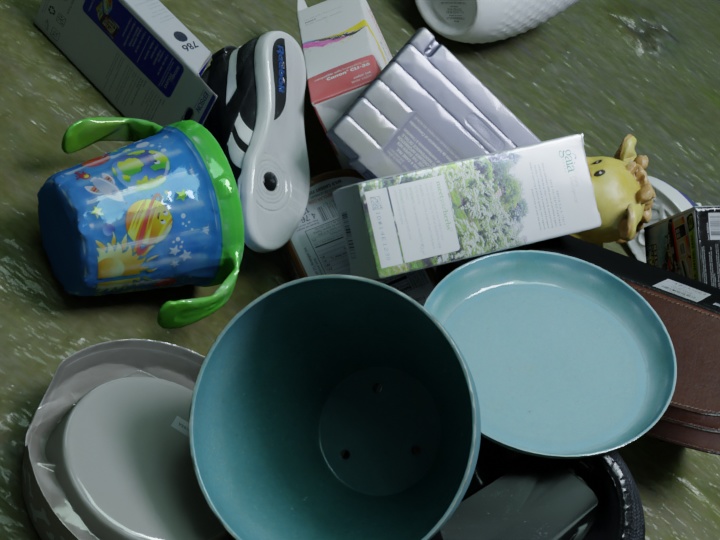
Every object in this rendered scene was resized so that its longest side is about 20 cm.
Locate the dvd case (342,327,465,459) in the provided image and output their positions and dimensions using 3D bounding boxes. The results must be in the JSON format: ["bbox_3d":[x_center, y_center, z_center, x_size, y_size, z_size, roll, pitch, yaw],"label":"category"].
[{"bbox_3d":[0.097,0.133,1.262,0.199,0.143,0.018,22,4,-15],"label":"dvd case"}]

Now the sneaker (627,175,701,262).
[{"bbox_3d":[0.363,-0.025,1.616,0.200,0.081,0.146,48,35,19],"label":"sneaker"}]

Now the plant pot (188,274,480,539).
[{"bbox_3d":[-0.003,0.110,1.109,0.200,0.200,0.135,50,8,16],"label":"plant pot"}]

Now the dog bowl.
[{"bbox_3d":[-0.151,0.146,1.137,0.199,0.059,0.201,18,45,-19],"label":"dog bowl"}]

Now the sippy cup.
[{"bbox_3d":[-0.179,-0.040,1.246,0.130,0.140,0.178,-17,23,-29],"label":"sippy cup"}]

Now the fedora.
[{"bbox_3d":[0.113,0.201,1.207,0.200,0.092,0.201,2,74,-7],"label":"fedora"}]

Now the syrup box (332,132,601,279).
[{"bbox_3d":[0.088,-0.051,1.290,0.199,0.081,0.079,-14,92,-16],"label":"syrup box"}]

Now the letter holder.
[{"bbox_3d":[0.225,0.072,1.314,0.199,0.143,0.101,21,15,21],"label":"letter holder"}]

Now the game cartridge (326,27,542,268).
[{"bbox_3d":[0.081,-0.092,1.348,0.200,0.038,0.130,43,83,-10],"label":"game cartridge"}]

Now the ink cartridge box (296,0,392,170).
[{"bbox_3d":[-0.004,-0.177,1.458,0.200,0.067,0.117,-100,167,-50],"label":"ink cartridge box"}]

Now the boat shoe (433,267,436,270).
[{"bbox_3d":[0.047,-0.057,1.443,0.068,0.072,0.201,10,54,3],"label":"boat shoe"}]

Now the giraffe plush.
[{"bbox_3d":[0.194,-0.040,1.448,0.199,0.162,0.173,-1,53,-33],"label":"giraffe plush"}]

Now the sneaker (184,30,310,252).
[{"bbox_3d":[-0.105,-0.102,1.377,0.073,0.112,0.201,24,62,-43],"label":"sneaker"}]

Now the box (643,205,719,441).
[{"bbox_3d":[0.297,0.051,1.409,0.035,0.110,0.201,-1,82,-14],"label":"box"}]

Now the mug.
[{"bbox_3d":[0.124,-0.327,1.698,0.200,0.148,0.175,23,41,34],"label":"mug"}]

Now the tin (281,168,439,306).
[{"bbox_3d":[0.000,0.000,1.347,0.112,0.042,0.200,-23,61,-5],"label":"tin"}]

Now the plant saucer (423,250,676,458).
[{"bbox_3d":[0.141,0.067,1.208,0.199,0.027,0.201,4,48,-4],"label":"plant saucer"}]

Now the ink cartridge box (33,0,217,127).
[{"bbox_3d":[-0.197,-0.191,1.383,0.200,0.100,0.039,47,42,12],"label":"ink cartridge box"}]
